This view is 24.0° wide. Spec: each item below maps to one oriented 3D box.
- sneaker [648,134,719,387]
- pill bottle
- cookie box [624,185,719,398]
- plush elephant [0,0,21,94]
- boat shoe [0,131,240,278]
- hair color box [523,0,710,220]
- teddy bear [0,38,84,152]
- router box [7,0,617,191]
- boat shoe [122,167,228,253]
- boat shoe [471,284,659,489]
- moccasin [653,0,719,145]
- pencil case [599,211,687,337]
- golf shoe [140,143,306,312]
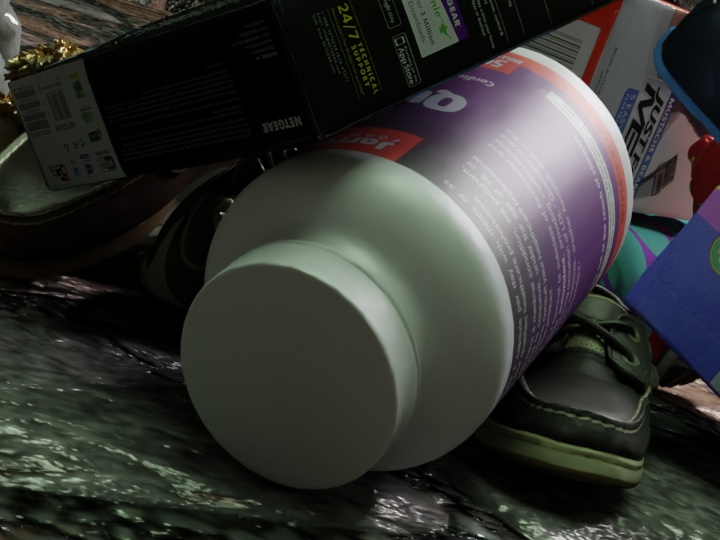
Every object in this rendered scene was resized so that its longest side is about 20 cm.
[{"bbox_3d":[0.202,-0.030,0.896,0.077,0.201,0.085,6,28,-51],"label":"sneaker"},{"bbox_3d":[0.019,-0.004,0.603,0.112,0.113,0.200,21,29,18],"label":"pill bottle"},{"bbox_3d":[0.244,0.047,0.783,0.199,0.075,0.171,4,38,-51],"label":"cookie box"},{"bbox_3d":[-0.263,-0.137,0.887,0.154,0.166,0.200,-32,0,-30],"label":"plush elephant"},{"bbox_3d":[-0.092,-0.069,0.743,0.070,0.071,0.200,33,46,21],"label":"boat shoe"},{"bbox_3d":[0.151,-0.092,0.924,0.064,0.112,0.199,28,14,34],"label":"hair color box"},{"bbox_3d":[-0.114,-0.077,0.871,0.198,0.145,0.067,-1,60,-32],"label":"teddy bear"},{"bbox_3d":[-0.022,-0.085,0.629,0.148,0.052,0.199,-28,14,-33],"label":"router box"},{"bbox_3d":[-0.086,-0.033,0.809,0.199,0.062,0.073,-14,60,-34],"label":"boat shoe"},{"bbox_3d":[0.087,0.041,0.701,0.072,0.065,0.200,15,7,2],"label":"boat shoe"},{"bbox_3d":[0.207,-0.053,0.734,0.200,0.068,0.080,50,24,22],"label":"moccasin"},{"bbox_3d":[0.137,0.002,0.960,0.092,0.086,0.199,41,19,26],"label":"pencil case"},{"bbox_3d":[-0.013,-0.044,0.752,0.199,0.078,0.088,-30,12,-32],"label":"golf shoe"}]
